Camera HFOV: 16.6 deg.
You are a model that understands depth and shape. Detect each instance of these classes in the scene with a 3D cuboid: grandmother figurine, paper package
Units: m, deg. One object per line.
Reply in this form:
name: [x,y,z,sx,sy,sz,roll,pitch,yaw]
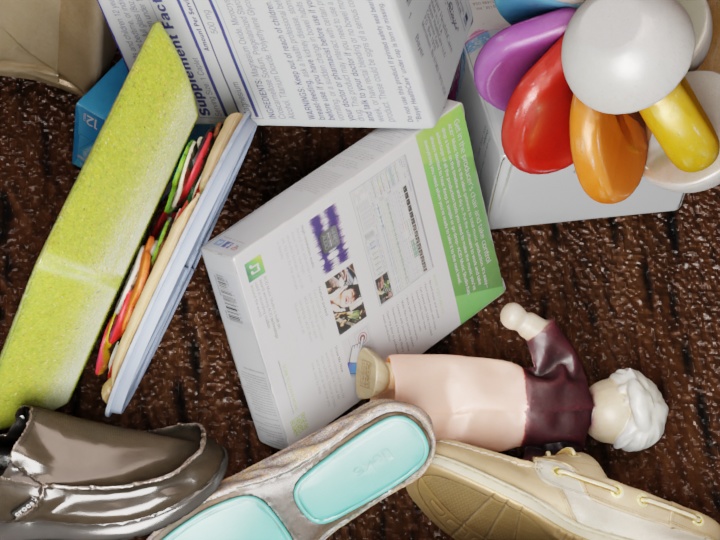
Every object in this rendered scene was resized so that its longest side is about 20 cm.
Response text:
grandmother figurine: [0.097,0.081,1.523,0.200,0.122,0.061,5,9,-17]
paper package: [-0.194,-0.249,1.642,0.103,0.191,0.200,12,50,4]

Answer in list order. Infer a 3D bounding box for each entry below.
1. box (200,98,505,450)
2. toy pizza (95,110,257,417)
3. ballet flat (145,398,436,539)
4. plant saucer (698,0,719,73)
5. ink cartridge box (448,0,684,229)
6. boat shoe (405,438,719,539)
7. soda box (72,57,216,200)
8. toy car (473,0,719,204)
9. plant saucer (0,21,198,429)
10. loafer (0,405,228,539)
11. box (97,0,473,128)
box: [0.000,0.000,1.522,0.200,0.145,0.036,-34,35,-30]
toy pizza: [-0.115,-0.008,1.466,0.032,0.200,0.200,25,52,-2]
ballet flat: [-0.045,0.137,1.448,0.200,0.068,0.067,-27,15,1]
plant saucer: [0.325,-0.138,1.755,0.200,0.035,0.200,5,52,-6]
ink cartridge box: [0.133,-0.133,1.683,0.144,0.085,0.200,-6,53,-14]
boat shoe: [0.125,0.144,1.480,0.200,0.074,0.069,25,54,-3]
soda box: [-0.107,-0.135,1.652,0.068,0.064,0.200,31,53,13]
toy car: [0.146,-0.131,1.552,0.150,0.175,0.200,-27,55,16]
plant saucer: [-0.157,-0.016,1.471,0.048,0.200,0.200,24,52,-5]
loafer: [-0.176,0.114,1.414,0.200,0.071,0.073,-10,24,-5]
box: [-0.053,-0.186,1.506,0.200,0.184,0.105,2,49,22]
